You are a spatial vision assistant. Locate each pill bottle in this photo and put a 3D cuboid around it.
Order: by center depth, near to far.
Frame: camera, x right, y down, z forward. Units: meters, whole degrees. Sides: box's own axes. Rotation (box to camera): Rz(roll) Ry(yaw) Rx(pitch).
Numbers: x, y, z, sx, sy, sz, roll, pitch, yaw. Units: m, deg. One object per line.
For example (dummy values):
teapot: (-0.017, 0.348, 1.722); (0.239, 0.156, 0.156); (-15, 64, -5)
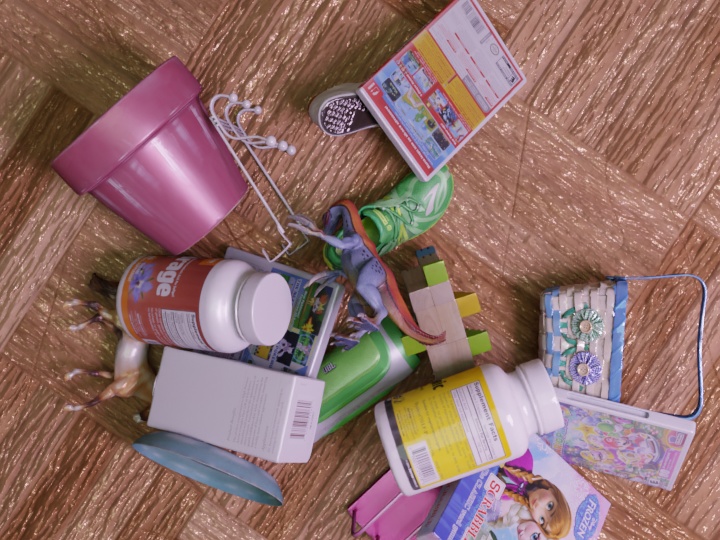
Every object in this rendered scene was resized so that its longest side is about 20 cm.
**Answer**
pill bottle: (0.124, 0.173, 0.963); (0.198, 0.111, 0.113); (-19, 92, 3)
pill bottle: (-0.188, 0.040, 1.029); (0.198, 0.112, 0.114); (3, 92, 27)

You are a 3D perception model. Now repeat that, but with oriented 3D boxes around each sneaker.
sneaker: (0.040, -0.061, 1.071); (0.199, 0.084, 0.074); (-39, 91, 1)
sneaker: (0.026, -0.218, 1.077); (0.198, 0.085, 0.074); (-8, 113, -21)

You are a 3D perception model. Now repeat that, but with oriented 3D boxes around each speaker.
speaker: (-0.023, 0.143, 1.079); (0.199, 0.088, 0.089); (-35, 91, 2)

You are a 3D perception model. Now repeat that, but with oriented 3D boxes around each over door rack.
over door rack: (-0.110, -0.118, 1.041); (0.066, 0.148, 0.202); (-22, 91, 7)

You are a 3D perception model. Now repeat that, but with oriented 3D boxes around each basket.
basket: (0.321, 0.093, 1.045); (0.197, 0.139, 0.179); (0, 92, 9)

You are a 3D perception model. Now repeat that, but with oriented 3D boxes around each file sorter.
file sorter: (0.097, 0.345, 1.064); (0.139, 0.125, 0.200); (-42, 91, 2)

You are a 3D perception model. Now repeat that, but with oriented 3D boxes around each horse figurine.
horse figurine: (-0.316, 0.102, 1.095); (0.131, 0.050, 0.203); (-1, 86, -12)

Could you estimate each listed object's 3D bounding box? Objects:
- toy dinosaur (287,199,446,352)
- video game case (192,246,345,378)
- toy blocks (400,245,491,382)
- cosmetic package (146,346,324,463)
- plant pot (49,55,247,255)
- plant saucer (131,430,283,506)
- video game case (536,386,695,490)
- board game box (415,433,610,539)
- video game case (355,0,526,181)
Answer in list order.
toy dinosaur: (0.000, 0.000, 0.991); (0.198, 0.105, 0.183); (14, 56, -8)
video game case: (-0.126, 0.089, 1.063); (0.181, 0.022, 0.202); (18, 87, 29)
toy blocks: (0.096, 0.062, 1.053); (0.099, 0.137, 0.202); (-18, 110, 2)
cosmetic package: (-0.150, 0.158, 1.008); (0.198, 0.074, 0.103); (10, 83, 30)
plant pot: (-0.241, -0.127, 1.029); (0.200, 0.200, 0.179); (-40, 106, 2)
plant saucer: (-0.183, 0.241, 1.039); (0.198, 0.200, 0.028); (21, 68, 0)
video game case: (0.292, 0.204, 1.036); (0.198, 0.144, 0.018); (13, 52, 16)
board game box: (0.190, 0.299, 1.014); (0.199, 0.041, 0.201); (42, 54, -7)
video game case: (0.104, -0.230, 1.049); (0.200, 0.017, 0.143); (-45, 111, -16)
